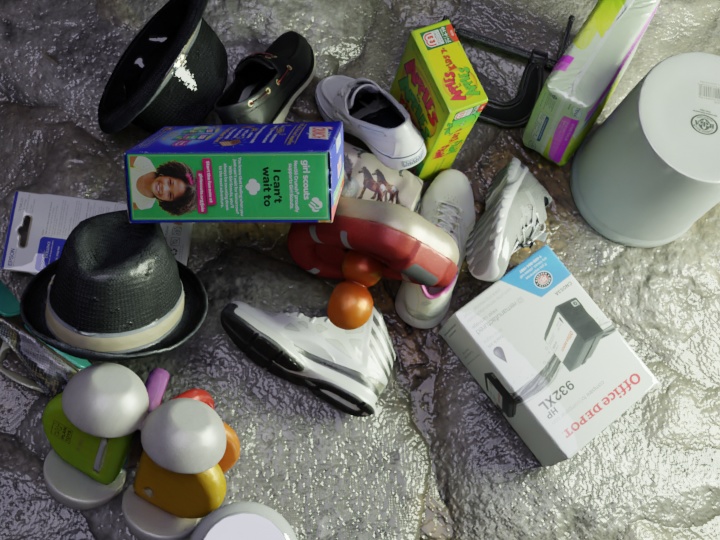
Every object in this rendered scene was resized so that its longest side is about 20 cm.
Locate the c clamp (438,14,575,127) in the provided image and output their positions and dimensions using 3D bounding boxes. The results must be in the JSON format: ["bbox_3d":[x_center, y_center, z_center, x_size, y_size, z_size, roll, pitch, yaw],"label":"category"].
[{"bbox_3d":[0.163,-0.266,1.276,0.200,0.027,0.171,13,77,-5],"label":"c clamp"}]

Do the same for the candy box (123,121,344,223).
[{"bbox_3d":[-0.120,-0.102,1.025,0.200,0.169,0.077,-2,107,4],"label":"candy box"}]

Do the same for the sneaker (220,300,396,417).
[{"bbox_3d":[-0.051,0.068,1.124,0.200,0.076,0.115,32,62,-6],"label":"sneaker"}]

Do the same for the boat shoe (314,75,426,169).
[{"bbox_3d":[0.007,-0.190,1.160,0.074,0.065,0.200,-36,46,-15],"label":"boat shoe"}]

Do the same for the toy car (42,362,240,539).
[{"bbox_3d":[-0.218,0.167,1.030,0.200,0.175,0.150,24,37,0],"label":"toy car"}]

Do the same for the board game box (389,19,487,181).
[{"bbox_3d":[0.079,-0.185,1.143,0.048,0.200,0.102,-20,77,-13],"label":"board game box"}]

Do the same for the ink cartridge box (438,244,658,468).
[{"bbox_3d":[0.210,0.097,1.136,0.145,0.084,0.200,-35,81,-17],"label":"ink cartridge box"}]

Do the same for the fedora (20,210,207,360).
[{"bbox_3d":[-0.241,0.001,1.003,0.200,0.092,0.201,9,31,-6],"label":"fedora"}]

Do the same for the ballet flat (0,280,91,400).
[{"bbox_3d":[-0.378,0.068,1.074,0.200,0.072,0.072,41,72,6],"label":"ballet flat"}]

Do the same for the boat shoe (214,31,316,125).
[{"bbox_3d":[-0.107,-0.223,1.168,0.074,0.063,0.202,-5,41,29],"label":"boat shoe"}]

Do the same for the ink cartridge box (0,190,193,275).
[{"bbox_3d":[-0.292,-0.030,1.130,0.200,0.037,0.095,8,73,-8],"label":"ink cartridge box"}]

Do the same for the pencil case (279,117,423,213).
[{"bbox_3d":[-0.020,-0.101,1.168,0.200,0.078,0.090,24,76,0],"label":"pencil case"}]

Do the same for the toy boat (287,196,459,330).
[{"bbox_3d":[0.000,0.000,1.069,0.130,0.200,0.131,29,79,-39],"label":"toy boat"}]

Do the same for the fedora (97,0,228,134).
[{"bbox_3d":[-0.214,-0.223,1.158,0.092,0.200,0.201,37,68,-31],"label":"fedora"}]

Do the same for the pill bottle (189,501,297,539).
[{"bbox_3d":[-0.114,0.281,0.972,0.109,0.200,0.109,2,73,-8],"label":"pill bottle"}]

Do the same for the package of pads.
[{"bbox_3d":[0.278,-0.240,1.213,0.068,0.155,0.200,32,71,10],"label":"package of pads"}]

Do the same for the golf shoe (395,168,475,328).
[{"bbox_3d":[0.097,-0.034,1.158,0.075,0.092,0.200,14,70,-2],"label":"golf shoe"}]

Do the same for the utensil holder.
[{"bbox_3d":[0.357,-0.135,1.168,0.170,0.200,0.170,2,73,-7],"label":"utensil holder"}]

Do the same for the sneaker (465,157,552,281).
[{"bbox_3d":[0.181,-0.054,1.155,0.082,0.075,0.200,33,45,-6],"label":"sneaker"}]
